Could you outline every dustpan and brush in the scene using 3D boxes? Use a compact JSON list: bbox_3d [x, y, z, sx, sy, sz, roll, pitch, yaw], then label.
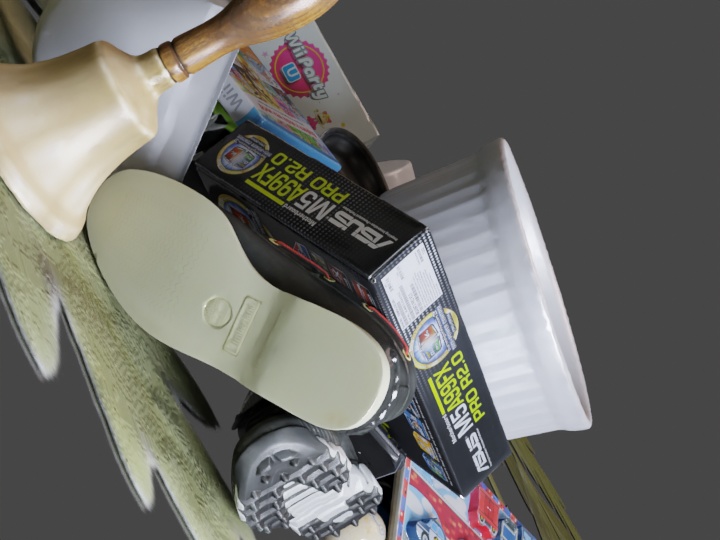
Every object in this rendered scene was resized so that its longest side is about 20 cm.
[{"bbox_3d":[-0.153,-0.133,0.910,0.200,0.140,0.057,34,27,13],"label":"dustpan and brush"}]

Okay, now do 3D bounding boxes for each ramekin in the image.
[{"bbox_3d":[0.080,0.021,1.089,0.200,0.097,0.201,-18,90,-80],"label":"ramekin"}]

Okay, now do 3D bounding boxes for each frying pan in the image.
[{"bbox_3d":[0.006,-0.006,1.126,0.115,0.031,0.191,-38,109,-62],"label":"frying pan"}]

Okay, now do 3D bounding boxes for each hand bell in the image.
[{"bbox_3d":[-0.086,-0.107,0.811,0.104,0.199,0.104,60,8,-13],"label":"hand bell"}]

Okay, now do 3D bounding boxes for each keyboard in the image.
[{"bbox_3d":[-0.048,0.049,1.000,0.200,0.021,0.127,50,-19,0],"label":"keyboard"}]

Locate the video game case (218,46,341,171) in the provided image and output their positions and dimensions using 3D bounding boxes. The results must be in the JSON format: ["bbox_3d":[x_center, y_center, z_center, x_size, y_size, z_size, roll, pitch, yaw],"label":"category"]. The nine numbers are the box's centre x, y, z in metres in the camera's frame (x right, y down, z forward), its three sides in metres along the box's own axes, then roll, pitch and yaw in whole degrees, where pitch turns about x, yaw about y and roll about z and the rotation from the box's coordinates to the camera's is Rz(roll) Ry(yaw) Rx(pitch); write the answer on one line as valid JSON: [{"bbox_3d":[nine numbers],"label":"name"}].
[{"bbox_3d":[-0.096,-0.147,1.032,0.200,0.018,0.143,52,9,17],"label":"video game case"}]

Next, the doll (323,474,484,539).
[{"bbox_3d":[0.022,0.153,1.083,0.137,0.048,0.200,63,23,2],"label":"doll"}]

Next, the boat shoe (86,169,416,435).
[{"bbox_3d":[-0.059,0.017,0.845,0.201,0.074,0.063,34,7,21],"label":"boat shoe"}]

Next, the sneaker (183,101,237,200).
[{"bbox_3d":[-0.127,-0.115,1.086,0.200,0.072,0.083,53,-7,32],"label":"sneaker"}]

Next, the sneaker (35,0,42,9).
[{"bbox_3d":[-0.147,-0.129,1.005,0.080,0.070,0.201,57,7,-50],"label":"sneaker"}]

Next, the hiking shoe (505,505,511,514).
[{"bbox_3d":[0.071,0.213,1.155,0.075,0.086,0.200,60,7,-13],"label":"hiking shoe"}]

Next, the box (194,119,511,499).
[{"bbox_3d":[-0.002,0.024,0.940,0.160,0.044,0.200,33,-24,40],"label":"box"}]

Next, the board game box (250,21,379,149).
[{"bbox_3d":[-0.066,-0.129,1.314,0.148,0.064,0.200,61,-19,6],"label":"board game box"}]

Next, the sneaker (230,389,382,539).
[{"bbox_3d":[-0.043,0.096,0.906,0.091,0.066,0.200,60,3,18],"label":"sneaker"}]

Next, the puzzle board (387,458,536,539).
[{"bbox_3d":[0.075,0.204,1.071,0.200,0.017,0.151,48,38,-41],"label":"puzzle board"}]

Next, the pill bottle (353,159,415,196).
[{"bbox_3d":[0.019,0.024,1.229,0.112,0.112,0.201,-80,157,-79],"label":"pill bottle"}]
